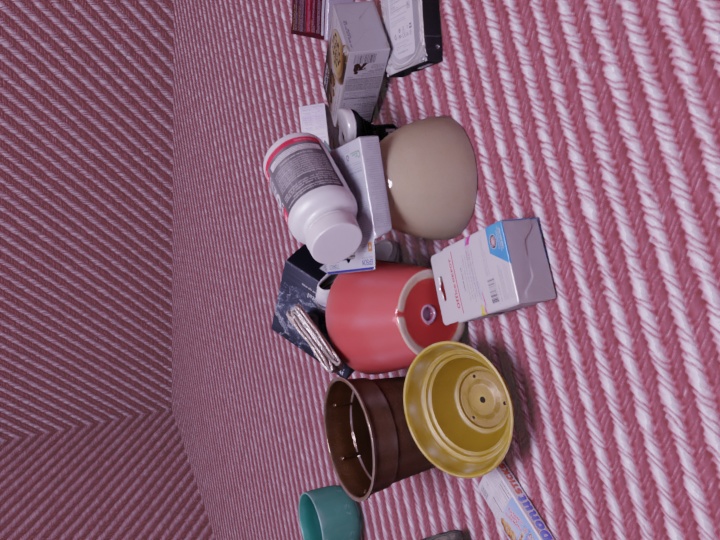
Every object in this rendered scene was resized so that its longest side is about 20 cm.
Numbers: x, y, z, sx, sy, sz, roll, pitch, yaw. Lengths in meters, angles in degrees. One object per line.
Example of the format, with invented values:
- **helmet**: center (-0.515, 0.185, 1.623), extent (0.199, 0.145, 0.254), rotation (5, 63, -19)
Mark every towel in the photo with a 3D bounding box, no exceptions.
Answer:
- **towel**: center (-0.079, 0.125, 1.312), extent (0.133, 0.034, 0.200), rotation (54, 175, 8)

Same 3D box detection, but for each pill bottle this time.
- **pill bottle**: center (-0.070, -0.110, 1.132), extent (0.201, 0.109, 0.111), rotation (62, 148, 37)

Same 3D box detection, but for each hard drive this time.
- **hard drive**: center (0.080, -0.435, 1.228), extent (0.139, 0.037, 0.203), rotation (7, 102, 64)

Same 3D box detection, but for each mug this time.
- **mug**: center (-0.061, 0.590, 1.697), extent (0.152, 0.113, 0.188), rotation (-5, 92, 64)

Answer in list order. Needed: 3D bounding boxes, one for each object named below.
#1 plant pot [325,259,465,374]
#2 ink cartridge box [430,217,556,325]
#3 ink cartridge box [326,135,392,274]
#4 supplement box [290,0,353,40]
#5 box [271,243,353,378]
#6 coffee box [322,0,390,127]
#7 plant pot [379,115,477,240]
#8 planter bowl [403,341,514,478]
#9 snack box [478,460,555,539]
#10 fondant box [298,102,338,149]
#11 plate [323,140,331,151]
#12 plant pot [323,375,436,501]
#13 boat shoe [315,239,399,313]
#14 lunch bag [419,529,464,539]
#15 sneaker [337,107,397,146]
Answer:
- **plant pot**: center (0.065, 0.074, 1.228), extent (0.177, 0.198, 0.204), rotation (-7, 90, 57)
- **ink cartridge box**: center (0.186, 0.007, 1.074), extent (0.200, 0.067, 0.117), rotation (-28, 70, 63)
- **ink cartridge box**: center (-0.014, -0.098, 1.194), extent (0.199, 0.040, 0.203), rotation (-4, 93, 65)
- **supplement box**: center (-0.081, -0.534, 1.520), extent (0.200, 0.060, 0.110), rotation (38, 129, 56)
- **box**: center (-0.055, 0.072, 1.451), extent (0.195, 0.117, 0.201), rotation (32, 134, 15)
- **coffee box**: center (-0.012, -0.369, 1.343), extent (0.201, 0.079, 0.114), rotation (108, 150, -62)
- **plant pot**: center (0.077, -0.144, 1.193), extent (0.200, 0.133, 0.203), rotation (173, 90, -66)
- **planter bowl**: center (0.166, 0.202, 1.118), extent (0.199, 0.083, 0.204), rotation (6, 98, 43)
- **snack box**: center (0.242, 0.381, 1.099), extent (0.201, 0.024, 0.073), rotation (58, 144, 43)
- **fondant box**: center (-0.074, -0.226, 1.507), extent (0.144, 0.057, 0.203), rotation (-12, -85, -81)
- **plate**: center (-0.020, -0.153, 1.387), extent (0.201, 0.025, 0.200), rotation (57, -177, -5)
- **plant pot**: center (0.064, 0.265, 1.249), extent (0.200, 0.196, 0.203), rotation (24, 117, 61)
- **boat shoe**: center (0.000, 0.000, 1.329), extent (0.073, 0.200, 0.067), rotation (33, 150, 23)
- **lunch bag**: center (0.120, 0.556, 1.270), extent (0.200, 0.138, 0.170), rotation (123, 134, -55)
- **sneaker**: center (0.019, -0.244, 1.304), extent (0.200, 0.110, 0.074), rotation (113, 145, -82)
